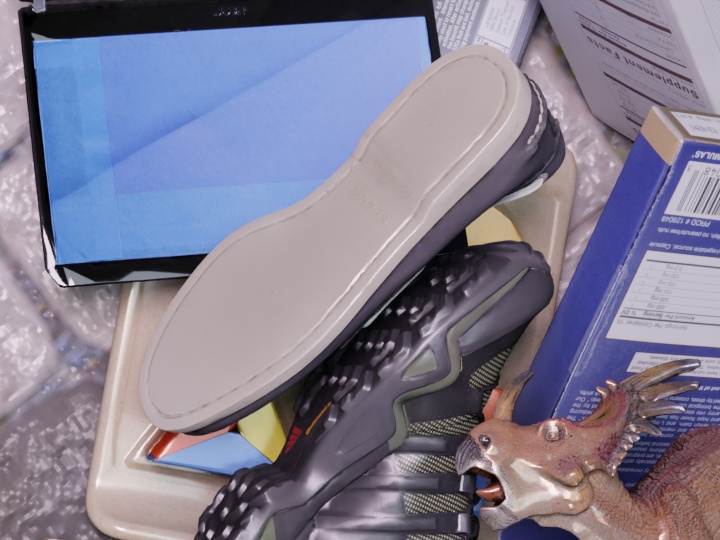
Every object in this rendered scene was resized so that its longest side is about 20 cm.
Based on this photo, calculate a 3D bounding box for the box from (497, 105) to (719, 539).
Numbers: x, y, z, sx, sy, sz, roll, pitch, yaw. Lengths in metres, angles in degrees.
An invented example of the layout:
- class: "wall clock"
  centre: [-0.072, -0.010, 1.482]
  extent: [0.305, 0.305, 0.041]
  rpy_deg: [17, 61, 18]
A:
- class: "box"
  centre: [0.133, 0.030, 1.044]
  extent: [0.120, 0.032, 0.201]
  rpy_deg: [5, 121, -31]

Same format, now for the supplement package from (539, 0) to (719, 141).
- class: "supplement package"
  centre: [0.133, -0.141, 1.022]
  extent: [0.114, 0.109, 0.200]
  rpy_deg: [-42, 135, -12]

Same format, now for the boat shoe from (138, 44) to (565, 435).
- class: "boat shoe"
  centre: [0.000, 0.000, 0.996]
  extent: [0.200, 0.063, 0.073]
  rpy_deg: [-43, 50, 9]

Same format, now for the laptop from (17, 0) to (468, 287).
- class: "laptop"
  centre: [-0.043, -0.109, 1.001]
  extent: [0.176, 0.104, 0.201]
  rpy_deg: [-5, 130, -13]

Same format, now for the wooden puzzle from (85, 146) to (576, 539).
- class: "wooden puzzle"
  centre: [-0.008, 0.024, 1.062]
  extent: [0.184, 0.046, 0.202]
  rpy_deg: [10, 83, -10]

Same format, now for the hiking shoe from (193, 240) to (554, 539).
- class: "hiking shoe"
  centre: [0.019, 0.080, 1.019]
  extent: [0.101, 0.076, 0.200]
  rpy_deg: [41, 89, -20]

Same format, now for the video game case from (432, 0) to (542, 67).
- class: "video game case"
  centre: [-0.004, -0.177, 1.094]
  extent: [0.199, 0.019, 0.144]
  rpy_deg: [22, 81, -8]

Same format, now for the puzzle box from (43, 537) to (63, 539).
- class: "puzzle box"
  centre: [-0.044, 0.190, 1.051]
  extent: [0.198, 0.025, 0.134]
  rpy_deg: [9, 84, -11]

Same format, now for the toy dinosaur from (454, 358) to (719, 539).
- class: "toy dinosaur"
  centre: [0.137, 0.094, 1.023]
  extent: [0.086, 0.199, 0.136]
  rpy_deg: [-29, 75, 31]
